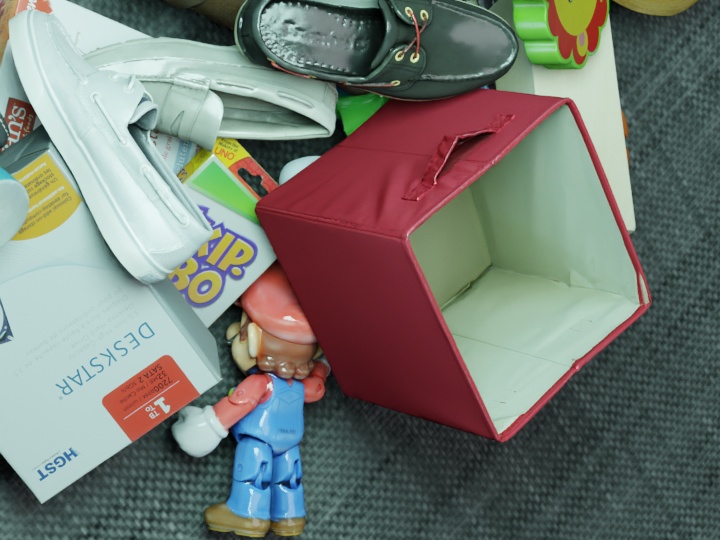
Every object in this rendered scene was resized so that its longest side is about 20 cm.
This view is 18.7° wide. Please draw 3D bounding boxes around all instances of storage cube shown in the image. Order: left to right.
[{"bbox_3d":[0.065,-0.014,1.534,0.171,0.179,0.201,-40,119,-26],"label":"storage cube"}]

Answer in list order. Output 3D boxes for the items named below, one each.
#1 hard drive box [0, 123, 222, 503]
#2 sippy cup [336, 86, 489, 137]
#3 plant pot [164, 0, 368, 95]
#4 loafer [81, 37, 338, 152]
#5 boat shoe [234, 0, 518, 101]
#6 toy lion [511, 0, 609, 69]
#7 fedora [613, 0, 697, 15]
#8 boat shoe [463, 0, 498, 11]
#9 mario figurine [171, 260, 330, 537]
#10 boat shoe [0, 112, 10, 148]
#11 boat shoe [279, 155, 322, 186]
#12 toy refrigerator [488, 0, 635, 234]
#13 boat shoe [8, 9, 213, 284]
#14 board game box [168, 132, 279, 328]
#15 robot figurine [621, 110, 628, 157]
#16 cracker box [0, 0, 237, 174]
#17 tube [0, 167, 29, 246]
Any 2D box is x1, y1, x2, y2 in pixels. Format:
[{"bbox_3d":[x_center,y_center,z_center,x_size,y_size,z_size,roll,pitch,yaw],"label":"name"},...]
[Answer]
[{"bbox_3d":[-0.212,0.028,1.478,0.155,0.077,0.200,-35,110,4],"label":"hard drive box"},{"bbox_3d":[0.043,-0.130,1.696,0.178,0.139,0.131,-45,123,-15],"label":"sippy cup"},{"bbox_3d":[-0.042,-0.240,1.572,0.197,0.200,0.201,31,69,-20],"label":"plant pot"},{"bbox_3d":[-0.112,-0.118,1.509,0.198,0.070,0.070,-4,60,-12],"label":"loafer"},{"bbox_3d":[0.016,-0.155,1.487,0.200,0.063,0.074,5,93,-15],"label":"boat shoe"},{"bbox_3d":[0.139,-0.253,1.597,0.191,0.068,0.202,12,82,-61],"label":"toy lion"},{"bbox_3d":[0.223,-0.306,1.864,0.199,0.082,0.202,3,85,-34],"label":"fedora"},{"bbox_3d":[0.120,-0.270,1.771,0.072,0.064,0.202,56,36,-61],"label":"boat shoe"},{"bbox_3d":[-0.077,0.093,1.632,0.105,0.123,0.202,7,90,6],"label":"mario figurine"},{"bbox_3d":[-0.284,-0.169,1.464,0.060,0.074,0.201,-32,83,-17],"label":"boat shoe"},{"bbox_3d":[0.000,0.000,1.635,0.200,0.070,0.091,51,31,-49],"label":"boat shoe"},{"bbox_3d":[0.153,-0.117,1.685,0.075,0.070,0.202,2,72,-23],"label":"toy refrigerator"},{"bbox_3d":[-0.161,-0.091,1.424,0.201,0.068,0.072,62,12,15],"label":"boat shoe"},{"bbox_3d":[-0.135,0.002,1.556,0.200,0.030,0.096,-46,119,-3],"label":"board game box"},{"bbox_3d":[0.162,-0.068,1.781,0.143,0.117,0.202,4,85,-20],"label":"robot figurine"},{"bbox_3d":[-0.185,-0.105,1.564,0.199,0.058,0.135,20,76,-33],"label":"cracker box"},{"bbox_3d":[-0.293,-0.081,1.418,0.077,0.200,0.051,-25,136,-37],"label":"tube"}]
